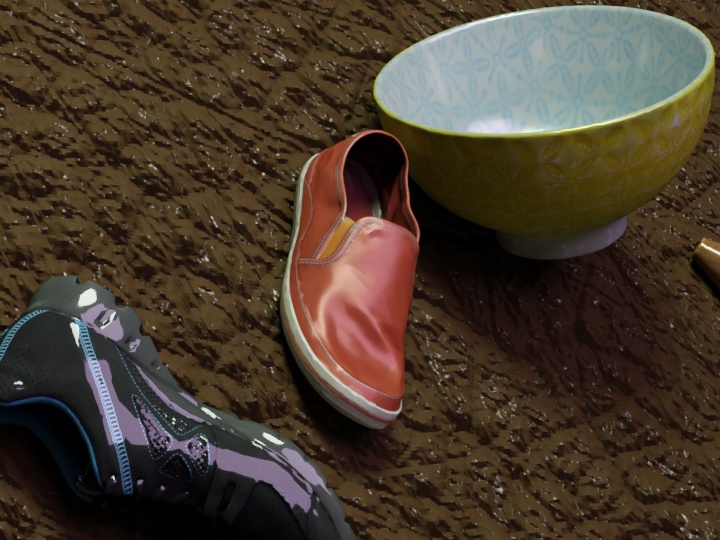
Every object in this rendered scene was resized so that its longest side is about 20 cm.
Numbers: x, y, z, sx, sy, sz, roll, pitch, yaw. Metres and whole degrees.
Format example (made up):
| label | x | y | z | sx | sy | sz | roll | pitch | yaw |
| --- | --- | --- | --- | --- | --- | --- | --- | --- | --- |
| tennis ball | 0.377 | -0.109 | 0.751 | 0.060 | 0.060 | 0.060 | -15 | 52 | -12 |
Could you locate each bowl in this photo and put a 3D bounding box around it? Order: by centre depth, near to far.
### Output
| label | x | y | z | sx | sy | sz | roll | pitch | yaw |
| --- | --- | --- | --- | --- | --- | --- | --- | --- | --- |
| bowl | 0.113 | -0.072 | 1.543 | 0.200 | 0.200 | 0.108 | -53 | 140 | -55 |

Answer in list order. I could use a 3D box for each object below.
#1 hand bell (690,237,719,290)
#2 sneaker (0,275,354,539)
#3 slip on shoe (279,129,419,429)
| label | x | y | z | sx | sy | sz | roll | pitch | yaw |
| --- | --- | --- | --- | --- | --- | --- | --- | --- | --- |
| hand bell | 0.299 | 0.040 | 1.680 | 0.200 | 0.104 | 0.104 | 32 | 35 | 4 |
| sneaker | -0.093 | 0.095 | 1.231 | 0.200 | 0.073 | 0.082 | 38 | 51 | -1 |
| slip on shoe | 0.000 | 0.000 | 1.415 | 0.074 | 0.061 | 0.200 | 28 | 40 | -26 |
